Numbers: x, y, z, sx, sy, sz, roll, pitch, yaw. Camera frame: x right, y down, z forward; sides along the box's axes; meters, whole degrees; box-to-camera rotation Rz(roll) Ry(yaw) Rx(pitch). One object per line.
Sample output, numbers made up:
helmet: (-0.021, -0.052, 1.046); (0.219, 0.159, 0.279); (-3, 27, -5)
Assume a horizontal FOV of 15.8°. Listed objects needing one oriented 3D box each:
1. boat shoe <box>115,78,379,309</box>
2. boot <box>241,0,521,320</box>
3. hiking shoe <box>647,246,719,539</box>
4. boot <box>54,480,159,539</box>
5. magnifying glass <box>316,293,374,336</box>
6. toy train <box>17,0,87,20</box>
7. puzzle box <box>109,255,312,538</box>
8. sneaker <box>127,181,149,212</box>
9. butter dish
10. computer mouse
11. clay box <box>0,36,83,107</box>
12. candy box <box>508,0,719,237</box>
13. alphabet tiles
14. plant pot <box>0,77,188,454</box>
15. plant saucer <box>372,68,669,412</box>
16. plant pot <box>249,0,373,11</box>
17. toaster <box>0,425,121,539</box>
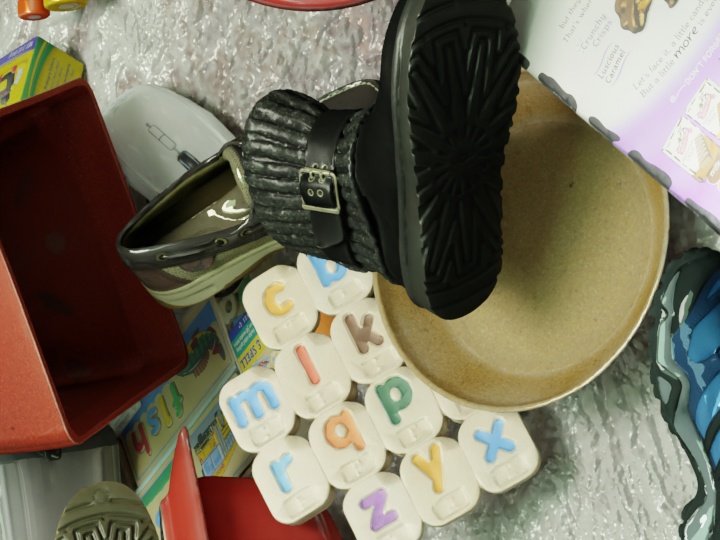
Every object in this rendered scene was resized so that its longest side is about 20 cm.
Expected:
boat shoe: (-0.059, -0.050, 1.569); (0.200, 0.065, 0.073); (-38, 55, 8)
boot: (0.005, -0.086, 1.447); (0.158, 0.079, 0.212); (29, 125, 43)
hiking shoe: (0.211, 0.084, 1.375); (0.086, 0.074, 0.201); (-7, 97, 37)
boot: (-0.154, 0.231, 1.634); (0.200, 0.066, 0.176); (113, 150, -78)
magnifying glass: (0.000, 0.000, 1.609); (0.080, 0.022, 0.200); (44, 121, 35)
toy train: (-0.193, -0.269, 1.772); (0.150, 0.055, 0.200); (50, 121, 33)
puzzle box: (-0.095, 0.095, 1.685); (0.200, 0.025, 0.133); (-52, 49, 36)
sneaker: (-0.201, 0.010, 1.771); (0.076, 0.077, 0.200); (53, 123, 32)
butter dish: (-0.042, 0.219, 1.580); (0.200, 0.147, 0.200); (-102, 10, -45)
computer mouse: (-0.116, -0.069, 1.680); (0.110, 0.044, 0.200); (-48, 50, -8)
clay box: (-0.261, -0.053, 1.787); (0.115, 0.048, 0.201); (-25, 44, 43)
candy box: (0.188, -0.135, 1.364); (0.200, 0.071, 0.168); (45, 111, 34)
alphabet tiles: (0.017, 0.063, 1.532); (0.200, 0.015, 0.196); (-32, 68, 9)
plant pot: (-0.249, 0.014, 1.617); (0.176, 0.200, 0.201); (-18, 97, 20)
plant saucer: (0.096, -0.016, 1.479); (0.200, 0.035, 0.201); (-8, 76, 34)
plant pot: (-0.030, -0.243, 1.448); (0.183, 0.199, 0.201); (-132, 44, -85)
toaster: (-0.223, 0.172, 1.758); (0.200, 0.113, 0.130); (-6, 92, 62)
